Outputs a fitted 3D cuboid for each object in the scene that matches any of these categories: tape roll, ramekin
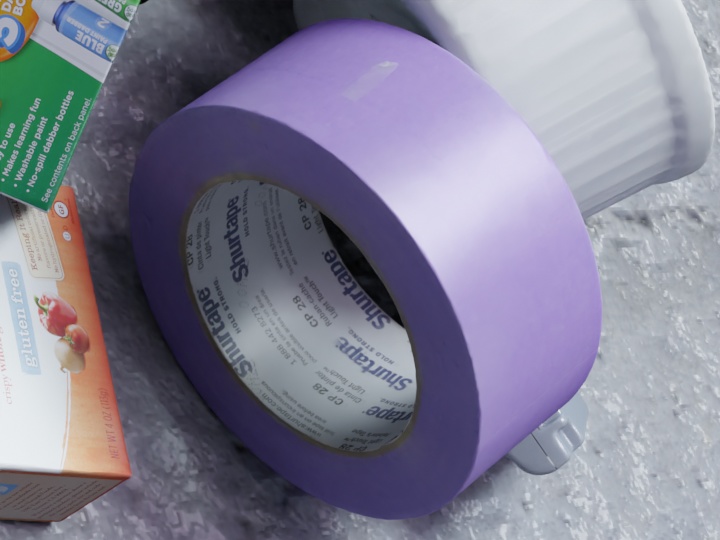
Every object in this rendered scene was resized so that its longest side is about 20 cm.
[{"bbox_3d":[0.000,0.000,1.279,0.085,0.200,0.200,-36,93,-36],"label":"tape roll"},{"bbox_3d":[0.059,-0.107,1.327,0.098,0.200,0.201,-31,89,-13],"label":"ramekin"}]

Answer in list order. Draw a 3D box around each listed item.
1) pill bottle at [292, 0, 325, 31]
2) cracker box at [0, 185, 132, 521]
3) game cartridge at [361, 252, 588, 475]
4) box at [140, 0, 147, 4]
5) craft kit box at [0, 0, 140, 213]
[{"bbox_3d":[0.038,-0.132,1.481,0.200,0.111,0.112,35,45,-24],"label":"pill bottle"},{"bbox_3d":[-0.194,0.025,1.189,0.200,0.058,0.134,7,61,-42],"label":"cracker box"},{"bbox_3d":[0.037,0.001,1.407,0.200,0.041,0.133,55,4,-1],"label":"game cartridge"},{"bbox_3d":[-0.133,-0.247,1.340,0.164,0.166,0.201,2,64,-46],"label":"box"},{"bbox_3d":[-0.174,-0.152,1.188,0.197,0.201,0.049,23,9,-6],"label":"craft kit box"}]
